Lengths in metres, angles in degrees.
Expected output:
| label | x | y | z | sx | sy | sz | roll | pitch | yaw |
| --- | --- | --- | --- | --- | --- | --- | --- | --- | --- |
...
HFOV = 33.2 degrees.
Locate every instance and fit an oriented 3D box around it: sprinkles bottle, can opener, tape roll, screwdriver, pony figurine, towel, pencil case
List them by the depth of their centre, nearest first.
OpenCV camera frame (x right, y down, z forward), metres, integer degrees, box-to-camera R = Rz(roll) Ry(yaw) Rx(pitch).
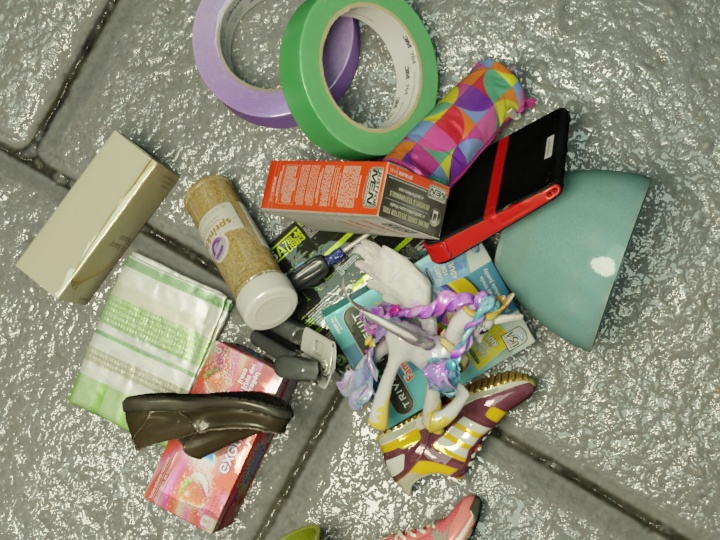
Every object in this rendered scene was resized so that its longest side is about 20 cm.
| label | x | y | z | sx | sy | sz | roll | pitch | yaw |
| --- | --- | --- | --- | --- | --- | --- | --- | --- | --- |
| pony figurine | 0.053 | 0.073 | 1.292 | 0.191 | 0.167 | 0.202 | 25 | 117 | -3 |
| can opener | -0.087 | 0.084 | 1.369 | 0.066 | 0.199 | 0.054 | 6 | 98 | -30 |
| pencil case | 0.112 | -0.158 | 1.392 | 0.088 | 0.089 | 0.200 | 41 | 69 | 9 |
| tape roll | 0.000 | -0.231 | 1.400 | 0.198 | 0.048 | 0.204 | 3 | 85 | -36 |
| screwdriver | -0.008 | -0.032 | 1.404 | 0.199 | 0.029 | 0.028 | -34 | 80 | 10 |
| sprinkles bottle | -0.142 | -0.024 | 1.410 | 0.068 | 0.068 | 0.201 | -35 | 54 | 3 |
| tape roll | -0.101 | -0.279 | 1.470 | 0.197 | 0.066 | 0.203 | -1 | 85 | 7 |
| towel | -0.257 | 0.096 | 1.477 | 0.148 | 0.031 | 0.202 | 24 | 90 | 12 |

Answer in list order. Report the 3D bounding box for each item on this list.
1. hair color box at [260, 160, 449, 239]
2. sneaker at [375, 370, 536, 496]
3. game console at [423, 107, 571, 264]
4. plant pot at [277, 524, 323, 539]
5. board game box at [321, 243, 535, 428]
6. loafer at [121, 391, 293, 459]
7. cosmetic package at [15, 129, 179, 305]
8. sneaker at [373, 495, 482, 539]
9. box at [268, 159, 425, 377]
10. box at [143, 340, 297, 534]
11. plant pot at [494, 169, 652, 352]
| label | x | y | z | sx | sy | sz | roll | pitch | yaw |
| --- | --- | --- | --- | --- | --- | --- | --- | --- | --- |
| hair color box | -0.009 | -0.079 | 1.326 | 0.199 | 0.101 | 0.062 | 7 | 82 | 47 |
| sneaker | 0.121 | 0.188 | 1.398 | 0.198 | 0.075 | 0.091 | -25 | 90 | 11 |
| game console | 0.155 | -0.094 | 1.343 | 0.176 | 0.201 | 0.031 | -27 | 113 | 25 |
| plant pot | -0.071 | 0.425 | 1.349 | 0.199 | 0.200 | 0.194 | -35 | 94 | 3 |
| board game box | 0.077 | 0.064 | 1.382 | 0.199 | 0.047 | 0.152 | -31 | 100 | 1 |
| loafer | -0.167 | 0.172 | 1.336 | 0.197 | 0.073 | 0.072 | -1 | 89 | 17 |
| cosmetic package | -0.315 | -0.062 | 1.459 | 0.073 | 0.104 | 0.201 | 36 | 91 | 9 |
| sneaker | 0.059 | 0.325 | 1.387 | 0.087 | 0.074 | 0.201 | 40 | 91 | 11 |
| box | 0.000 | 0.000 | 1.440 | 0.200 | 0.048 | 0.194 | -42 | 78 | 3 |
| box | -0.160 | 0.192 | 1.415 | 0.094 | 0.103 | 0.202 | 25 | 89 | 10 |
| plant pot | 0.226 | -0.028 | 1.338 | 0.133 | 0.200 | 0.202 | 20 | 87 | 12 |
